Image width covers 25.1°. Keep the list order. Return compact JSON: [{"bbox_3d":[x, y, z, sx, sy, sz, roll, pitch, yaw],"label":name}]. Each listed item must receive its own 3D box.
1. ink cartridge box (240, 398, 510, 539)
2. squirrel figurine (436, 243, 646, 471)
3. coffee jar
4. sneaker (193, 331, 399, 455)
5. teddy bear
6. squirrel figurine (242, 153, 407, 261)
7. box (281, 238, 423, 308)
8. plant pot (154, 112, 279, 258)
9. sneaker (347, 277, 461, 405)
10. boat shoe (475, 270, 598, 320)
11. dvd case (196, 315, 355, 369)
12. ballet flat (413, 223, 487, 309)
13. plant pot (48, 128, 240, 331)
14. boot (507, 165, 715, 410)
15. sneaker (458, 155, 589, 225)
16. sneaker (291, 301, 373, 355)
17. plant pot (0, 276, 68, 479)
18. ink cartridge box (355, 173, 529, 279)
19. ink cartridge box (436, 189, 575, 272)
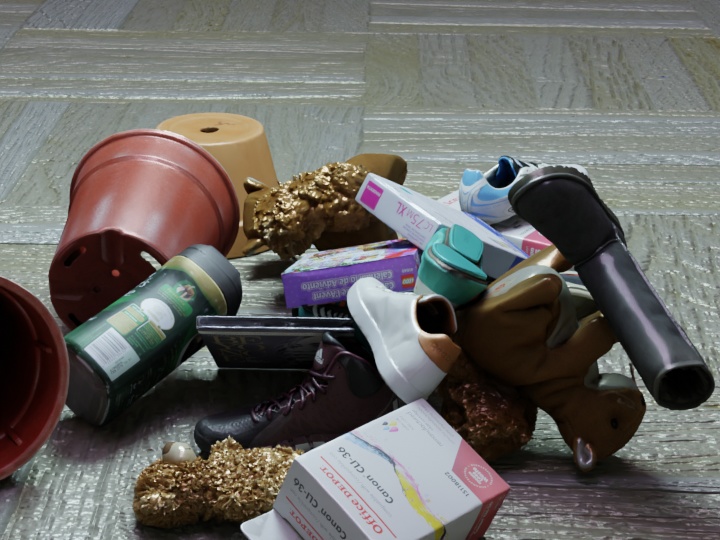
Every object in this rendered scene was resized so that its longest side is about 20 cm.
[{"bbox_3d":[0.013,0.194,1.328,0.200,0.068,0.116,-22,56,-43],"label":"ink cartridge box"},{"bbox_3d":[0.164,0.102,1.510,0.199,0.187,0.142,-30,8,14],"label":"squirrel figurine"},{"bbox_3d":[-0.206,0.060,1.595,0.085,0.104,0.200,44,54,11],"label":"coffee jar"},{"bbox_3d":[-0.057,0.111,1.515,0.199,0.116,0.076,-3,25,-10],"label":"sneaker"},{"bbox_3d":[-0.098,0.180,1.414,0.199,0.067,0.145,4,20,8],"label":"teddy bear"},{"bbox_3d":[-0.059,-0.072,1.885,0.186,0.142,0.200,1,-5,17],"label":"squirrel figurine"},{"bbox_3d":[0.000,0.000,1.692,0.136,0.039,0.200,-9,6,7],"label":"box"},{"bbox_3d":[-0.190,-0.114,2.048,0.199,0.141,0.200,0,22,0],"label":"plant pot"},{"bbox_3d":[0.048,0.048,1.484,0.085,0.073,0.200,-44,28,9],"label":"sneaker"},{"bbox_3d":[0.177,0.037,1.782,0.199,0.072,0.063,-2,24,-17],"label":"boat shoe"},{"bbox_3d":[-0.078,0.074,1.600,0.148,0.016,0.200,1,-15,1],"label":"dvd case"},{"bbox_3d":[0.083,0.008,1.539,0.067,0.071,0.200,32,13,0],"label":"ballet flat"},{"bbox_3d":[-0.247,-0.024,1.776,0.200,0.202,0.196,3,30,6],"label":"plant pot"},{"bbox_3d":[0.219,0.017,1.408,0.182,0.072,0.201,25,38,-45],"label":"boot"},{"bbox_3d":[0.197,-0.103,1.896,0.199,0.073,0.072,-15,26,-38],"label":"sneaker"},{"bbox_3d":[-0.020,0.058,1.708,0.080,0.072,0.200,-14,9,-13],"label":"sneaker"},{"bbox_3d":[-0.394,0.079,1.500,0.200,0.202,0.195,-10,16,-24],"label":"plant pot"},{"bbox_3d":[0.097,-0.040,1.730,0.200,0.042,0.119,16,17,-49],"label":"ink cartridge box"},{"bbox_3d":[0.178,-0.032,1.927,0.199,0.083,0.146,15,26,32],"label":"ink cartridge box"}]
